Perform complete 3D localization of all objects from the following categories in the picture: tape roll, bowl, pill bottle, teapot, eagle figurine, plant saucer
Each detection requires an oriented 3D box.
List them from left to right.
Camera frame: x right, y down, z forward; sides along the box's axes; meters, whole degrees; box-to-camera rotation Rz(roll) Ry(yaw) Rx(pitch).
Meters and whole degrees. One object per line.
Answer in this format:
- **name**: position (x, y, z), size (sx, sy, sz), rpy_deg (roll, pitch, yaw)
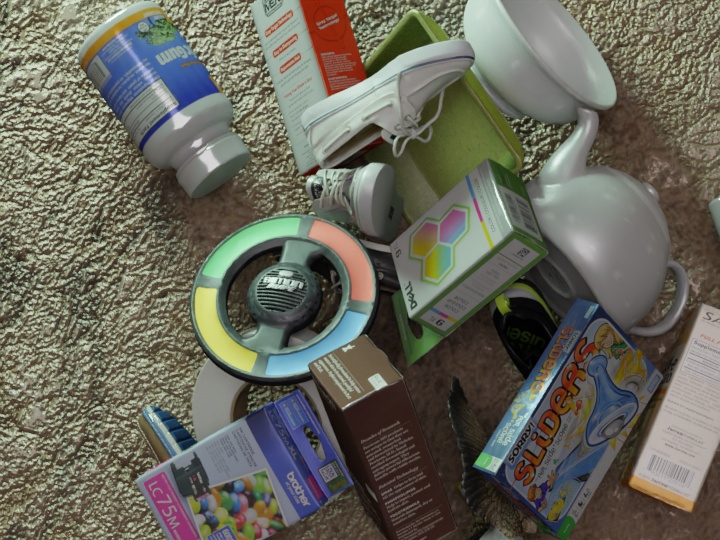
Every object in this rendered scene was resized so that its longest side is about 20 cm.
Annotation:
- **pill bottle**: position (-0.208, -0.182, 1.786), size (0.112, 0.112, 0.200), rpy_deg (-37, 83, 0)
- **tape roll**: position (-0.082, 0.155, 1.735), size (0.201, 0.037, 0.204), rpy_deg (6, 106, 21)
- **plant saucer**: position (0.080, -0.152, 1.745), size (0.048, 0.200, 0.201), rpy_deg (-29, 81, -37)
- **eagle figurine**: position (0.145, 0.222, 1.711), size (0.150, 0.152, 0.201), rpy_deg (15, 90, 26)
- **bowl**: position (0.172, -0.225, 1.740), size (0.090, 0.201, 0.202), rpy_deg (-40, 82, 25)
- **teapot**: position (0.254, -0.034, 1.707), size (0.146, 0.200, 0.197), rpy_deg (-38, 70, -13)

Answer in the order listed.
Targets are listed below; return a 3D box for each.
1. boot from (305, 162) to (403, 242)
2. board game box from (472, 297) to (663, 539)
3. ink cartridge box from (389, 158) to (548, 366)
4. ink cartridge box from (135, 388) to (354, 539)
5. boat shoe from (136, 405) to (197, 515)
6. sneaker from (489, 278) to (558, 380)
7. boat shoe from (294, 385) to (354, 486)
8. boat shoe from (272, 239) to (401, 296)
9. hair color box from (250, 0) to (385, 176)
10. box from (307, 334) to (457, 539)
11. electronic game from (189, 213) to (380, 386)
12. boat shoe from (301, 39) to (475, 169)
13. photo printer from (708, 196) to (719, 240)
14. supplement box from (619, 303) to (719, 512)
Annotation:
- **boot**: position (-0.014, -0.075, 1.715), size (0.095, 0.200, 0.074), rpy_deg (14, 81, 9)
- **board game box**: position (0.208, 0.148, 1.628), size (0.135, 0.034, 0.201), rpy_deg (43, 73, -36)
- **ink cartridge box**: position (0.089, -0.006, 1.655), size (0.200, 0.059, 0.104), rpy_deg (-41, 41, 26)
- **ink cartridge box**: position (-0.120, 0.219, 1.692), size (0.199, 0.042, 0.120), rpy_deg (-30, 89, 13)
- **boat shoe**: position (-0.189, 0.239, 1.759), size (0.072, 0.072, 0.201), rpy_deg (-37, 78, 9)
- **sneaker**: position (0.188, 0.100, 1.673), size (0.071, 0.083, 0.200), rpy_deg (-32, 109, 19)
- **boat shoe**: position (-0.038, 0.141, 1.761), size (0.057, 0.067, 0.200), rpy_deg (-36, 86, -5)
- **boat shoe**: position (0.000, 0.000, 1.773), size (0.198, 0.074, 0.061), rpy_deg (8, 80, -3)
- **hair color box**: position (-0.047, -0.214, 1.776), size (0.061, 0.101, 0.201), rpy_deg (-13, 82, -34)
- **box**: position (0.023, 0.176, 1.634), size (0.075, 0.100, 0.201), rpy_deg (-25, 120, -11)
- **electronic game**: position (-0.078, 0.028, 1.688), size (0.198, 0.042, 0.201), rpy_deg (-5, 57, 7)
- **boat shoe**: position (0.034, -0.154, 1.643), size (0.201, 0.074, 0.087), rpy_deg (-24, 72, 23)
- **photo printer**: position (0.476, -0.004, 1.735), size (0.165, 0.069, 0.201), rpy_deg (-17, 83, 2)
- **supplement box**: position (0.340, 0.143, 1.702), size (0.073, 0.126, 0.201), rpy_deg (23, 85, 7)
